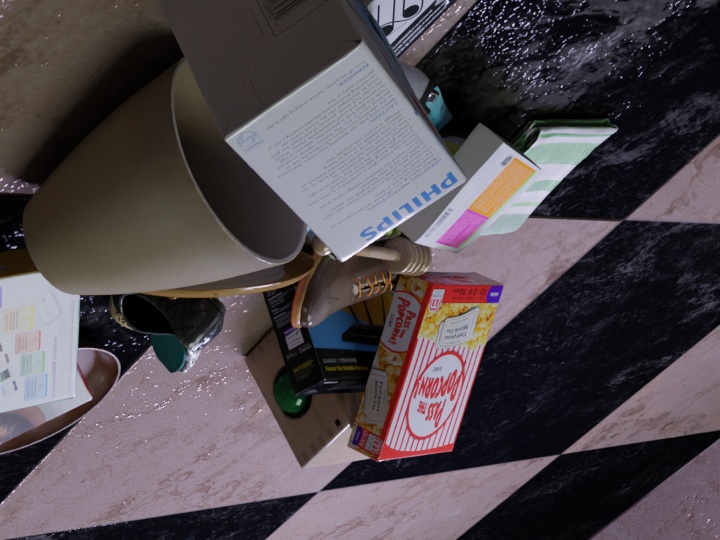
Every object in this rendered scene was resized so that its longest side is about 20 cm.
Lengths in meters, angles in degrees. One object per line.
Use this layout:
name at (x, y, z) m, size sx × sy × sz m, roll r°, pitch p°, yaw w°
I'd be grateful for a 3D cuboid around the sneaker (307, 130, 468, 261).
sneaker at (0.035, -0.074, 1.760) m, size 0.200 × 0.076 × 0.075 m, roll -29°, pitch 156°, yaw -6°

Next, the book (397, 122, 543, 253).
book at (0.114, -0.078, 1.774) m, size 0.134 × 0.048 × 0.200 m, roll -50°, pitch 167°, yaw 7°

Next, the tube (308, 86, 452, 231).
tube at (0.003, -0.108, 1.695) m, size 0.200 × 0.050 × 0.077 m, roll -35°, pitch 163°, yaw 2°

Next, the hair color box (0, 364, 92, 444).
hair color box at (-0.370, 0.114, 1.629) m, size 0.200 × 0.064 × 0.111 m, roll -26°, pitch 132°, yaw -7°

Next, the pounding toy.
pounding toy at (-0.019, 0.133, 1.985) m, size 0.200 × 0.184 × 0.142 m, roll -3°, pitch 145°, yaw -48°

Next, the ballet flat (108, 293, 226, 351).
ballet flat at (-0.197, 0.042, 1.644) m, size 0.057 × 0.066 × 0.200 m, roll -50°, pitch -155°, yaw -22°

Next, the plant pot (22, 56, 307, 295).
plant pot at (-0.178, -0.058, 1.439) m, size 0.200 × 0.188 × 0.187 m, roll -23°, pitch 162°, yaw 26°

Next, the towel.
towel at (0.188, -0.103, 1.954) m, size 0.152 × 0.023 × 0.200 m, roll -7°, pitch 148°, yaw -45°

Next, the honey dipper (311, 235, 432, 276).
honey dipper at (0.009, -0.021, 1.686) m, size 0.038 × 0.038 × 0.200 m, roll -39°, pitch 157°, yaw 21°

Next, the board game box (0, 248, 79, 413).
board game box at (-0.351, 0.062, 1.524) m, size 0.200 × 0.040 × 0.153 m, roll -10°, pitch 126°, yaw -28°

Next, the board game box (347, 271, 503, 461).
board game box at (0.071, 0.101, 1.850) m, size 0.151 × 0.046 × 0.200 m, roll 0°, pitch 110°, yaw -55°

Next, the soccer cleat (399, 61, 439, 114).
soccer cleat at (-0.003, -0.123, 1.614) m, size 0.200 × 0.086 × 0.070 m, roll -57°, pitch -177°, yaw 37°

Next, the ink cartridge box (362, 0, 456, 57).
ink cartridge box at (-0.010, -0.200, 1.486) m, size 0.200 × 0.044 × 0.094 m, roll -42°, pitch 153°, yaw 27°

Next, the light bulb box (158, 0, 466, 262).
light bulb box at (-0.041, -0.148, 1.308) m, size 0.125 × 0.198 × 0.200 m, roll -33°, pitch 144°, yaw 9°

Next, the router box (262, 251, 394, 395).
router box at (-0.016, 0.058, 1.872) m, size 0.051 × 0.149 × 0.200 m, roll -29°, pitch 162°, yaw 32°

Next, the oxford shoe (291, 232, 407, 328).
oxford shoe at (0.000, 0.000, 1.784) m, size 0.200 × 0.073 × 0.071 m, roll -45°, pitch 149°, yaw -38°

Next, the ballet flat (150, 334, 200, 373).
ballet flat at (-0.175, 0.044, 1.760) m, size 0.072 × 0.072 × 0.200 m, roll -22°, pitch 158°, yaw -18°

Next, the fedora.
fedora at (-0.140, -0.029, 1.585) m, size 0.200 × 0.082 × 0.201 m, roll 0°, pitch -168°, yaw 0°

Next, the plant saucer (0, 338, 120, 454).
plant saucer at (-0.346, 0.126, 1.769) m, size 0.200 × 0.035 × 0.200 m, roll -26°, pitch 157°, yaw -12°
